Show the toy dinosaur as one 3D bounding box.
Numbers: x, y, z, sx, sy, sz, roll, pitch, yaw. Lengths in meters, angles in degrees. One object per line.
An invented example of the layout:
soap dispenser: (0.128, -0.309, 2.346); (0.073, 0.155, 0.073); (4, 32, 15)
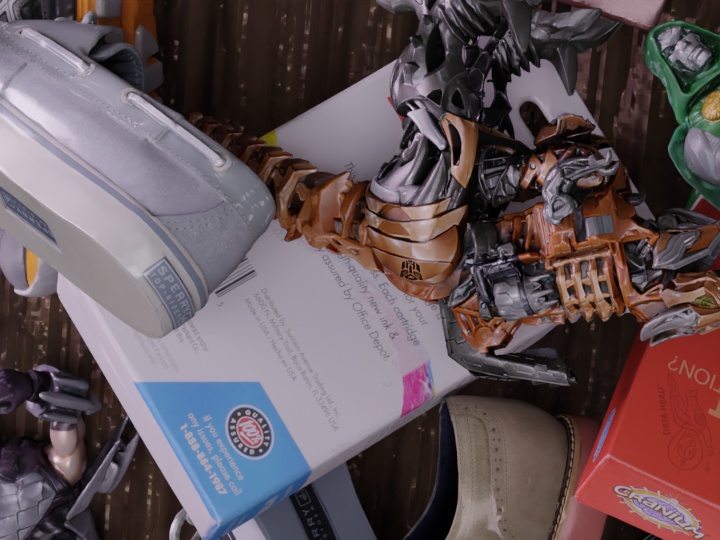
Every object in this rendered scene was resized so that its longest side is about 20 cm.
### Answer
toy dinosaur: (0.036, -0.034, 0.740); (0.198, 0.102, 0.137); (12, 88, -4)

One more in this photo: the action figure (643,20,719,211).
action figure: (0.179, -0.031, 0.743); (0.199, 0.055, 0.118); (33, 73, 22)

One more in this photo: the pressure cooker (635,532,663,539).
pressure cooker: (0.162, 0.187, 0.808); (0.199, 0.176, 0.180); (26, 101, -3)

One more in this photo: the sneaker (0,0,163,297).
sneaker: (-0.123, -0.090, 0.844); (0.077, 0.078, 0.202); (10, 99, 18)

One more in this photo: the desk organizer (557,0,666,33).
desk organizer: (0.031, -0.160, 0.808); (0.198, 0.072, 0.078); (19, 105, 3)

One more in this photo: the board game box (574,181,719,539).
board game box: (0.181, 0.023, 0.779); (0.152, 0.040, 0.201); (24, 61, 1)

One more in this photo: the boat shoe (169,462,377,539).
boat shoe: (-0.038, 0.091, 0.866); (0.068, 0.073, 0.201); (-34, 81, 51)

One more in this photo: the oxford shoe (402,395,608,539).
oxford shoe: (0.029, 0.142, 0.802); (0.074, 0.070, 0.202); (17, 89, -14)

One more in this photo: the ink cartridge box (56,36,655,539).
ink cartridge box: (0.000, 0.000, 0.812); (0.199, 0.068, 0.116); (-30, 83, -14)

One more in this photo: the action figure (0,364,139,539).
action figure: (-0.177, 0.069, 0.881); (0.200, 0.069, 0.130); (40, 98, -5)

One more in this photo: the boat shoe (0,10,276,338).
boat shoe: (-0.103, -0.051, 0.762); (0.071, 0.070, 0.200); (-39, 51, -18)
